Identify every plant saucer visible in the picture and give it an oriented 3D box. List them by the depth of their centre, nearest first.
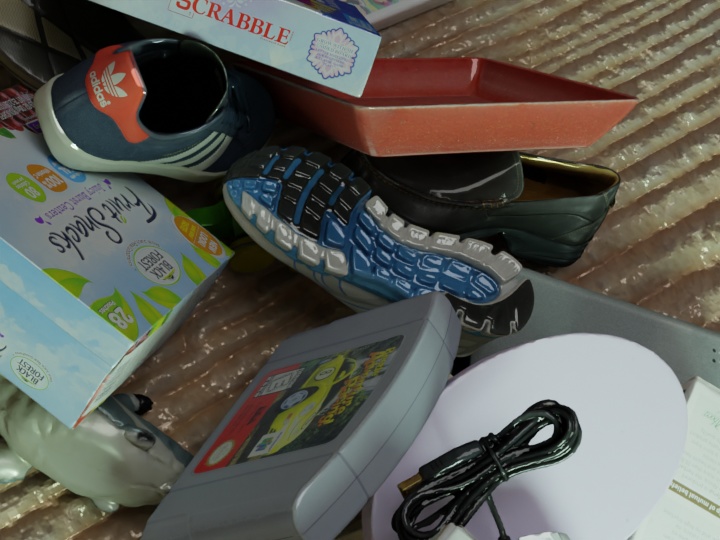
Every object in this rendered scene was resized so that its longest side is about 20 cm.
[{"bbox_3d":[0.043,-0.107,1.097,0.199,0.200,0.037,-5,105,-26],"label":"plant saucer"}]

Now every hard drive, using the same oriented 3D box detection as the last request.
[{"bbox_3d":[0.155,0.082,1.108,0.199,0.033,0.140,18,57,-14],"label":"hard drive"}]

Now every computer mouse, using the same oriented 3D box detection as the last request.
[{"bbox_3d":[0.095,0.177,0.891,0.109,0.044,0.201,-27,106,-13],"label":"computer mouse"}]

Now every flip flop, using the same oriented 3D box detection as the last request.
[{"bbox_3d":[-0.153,-0.119,1.067,0.200,0.058,0.081,21,60,-35],"label":"flip flop"}]

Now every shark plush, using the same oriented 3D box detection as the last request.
[{"bbox_3d":[-0.133,0.084,0.958,0.199,0.091,0.083,19,26,-8],"label":"shark plush"}]

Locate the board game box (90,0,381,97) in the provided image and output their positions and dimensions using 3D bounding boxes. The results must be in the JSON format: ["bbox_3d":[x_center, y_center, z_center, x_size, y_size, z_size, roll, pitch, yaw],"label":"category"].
[{"bbox_3d":[-0.093,-0.170,1.047,0.199,0.200,0.041,19,101,-9],"label":"board game box"}]

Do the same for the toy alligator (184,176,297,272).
[{"bbox_3d":[-0.026,-0.036,1.078,0.199,0.054,0.059,0,63,-24],"label":"toy alligator"}]

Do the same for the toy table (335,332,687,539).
[{"bbox_3d":[0.079,0.117,0.978,0.199,0.117,0.184,-16,87,-19],"label":"toy table"}]

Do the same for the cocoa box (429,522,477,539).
[{"bbox_3d":[0.020,0.244,0.850,0.133,0.200,0.131,43,55,3],"label":"cocoa box"}]

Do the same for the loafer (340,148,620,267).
[{"bbox_3d":[0.080,-0.060,1.106,0.199,0.072,0.073,9,45,-34],"label":"loafer"}]

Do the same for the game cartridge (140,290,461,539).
[{"bbox_3d":[-0.023,0.085,0.921,0.041,0.133,0.200,60,38,-21],"label":"game cartridge"}]

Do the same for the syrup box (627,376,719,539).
[{"bbox_3d":[0.178,0.173,1.013,0.081,0.079,0.200,32,66,-8],"label":"syrup box"}]

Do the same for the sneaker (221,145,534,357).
[{"bbox_3d":[0.000,0.000,1.031,0.200,0.087,0.075,30,57,-6],"label":"sneaker"}]

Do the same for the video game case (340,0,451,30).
[{"bbox_3d":[-0.003,-0.263,1.236,0.200,0.024,0.182,-27,76,-34],"label":"video game case"}]

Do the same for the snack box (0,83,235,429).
[{"bbox_3d":[-0.174,-0.016,0.932,0.169,0.068,0.200,38,19,1],"label":"snack box"}]

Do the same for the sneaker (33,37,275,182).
[{"bbox_3d":[-0.095,-0.099,0.995,0.200,0.084,0.075,-15,80,-58],"label":"sneaker"}]
